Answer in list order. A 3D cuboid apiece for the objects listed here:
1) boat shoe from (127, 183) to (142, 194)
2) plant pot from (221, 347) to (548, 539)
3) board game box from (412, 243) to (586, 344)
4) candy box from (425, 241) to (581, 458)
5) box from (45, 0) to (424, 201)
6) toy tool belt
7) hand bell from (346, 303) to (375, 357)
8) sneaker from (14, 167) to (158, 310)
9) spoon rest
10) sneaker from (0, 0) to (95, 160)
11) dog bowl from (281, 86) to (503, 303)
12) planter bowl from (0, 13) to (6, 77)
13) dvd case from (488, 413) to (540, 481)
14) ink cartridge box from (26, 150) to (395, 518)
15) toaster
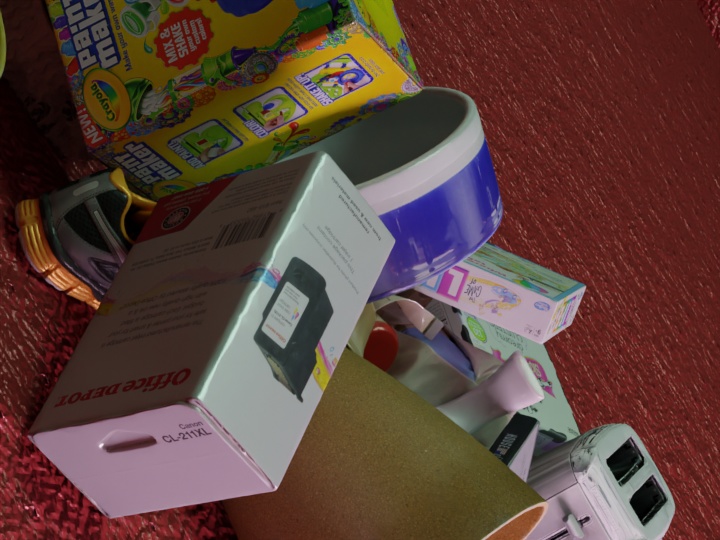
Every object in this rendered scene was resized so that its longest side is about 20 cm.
[{"bbox_3d":[-0.087,-0.026,1.759,0.200,0.064,0.072,35,31,-48],"label":"boat shoe"},{"bbox_3d":[-0.013,0.136,1.588,0.200,0.186,0.186,49,18,15],"label":"plant pot"},{"bbox_3d":[0.061,-0.006,1.842,0.199,0.034,0.134,23,10,12],"label":"board game box"},{"bbox_3d":[0.090,0.062,2.045,0.168,0.071,0.201,28,37,-55],"label":"candy box"},{"bbox_3d":[-0.091,-0.178,1.593,0.122,0.192,0.201,38,30,-62],"label":"box"},{"bbox_3d":[0.022,0.066,1.851,0.200,0.125,0.123,36,5,-44],"label":"toy tool belt"},{"bbox_3d":[0.000,0.000,1.729,0.104,0.104,0.200,51,47,-20],"label":"hand bell"},{"bbox_3d":[-0.135,-0.002,1.599,0.200,0.077,0.079,35,29,-52],"label":"sneaker"},{"bbox_3d":[0.037,0.120,1.761,0.199,0.061,0.100,-23,79,-29],"label":"spoon rest"},{"bbox_3d":[-0.216,-0.174,1.667,0.201,0.069,0.100,62,17,-15],"label":"sneaker"},{"bbox_3d":[-0.008,-0.047,1.654,0.200,0.199,0.079,-69,144,-65],"label":"dog bowl"},{"bbox_3d":[-0.300,-0.167,1.429,0.201,0.083,0.201,49,22,-27],"label":"planter bowl"},{"bbox_3d":[0.084,0.200,1.767,0.025,0.151,0.200,15,17,11],"label":"dvd case"},{"bbox_3d":[-0.087,0.039,1.460,0.083,0.145,0.201,50,47,-29],"label":"ink cartridge box"},{"bbox_3d":[0.166,0.195,1.956,0.114,0.129,0.200,61,20,3],"label":"toaster"}]
